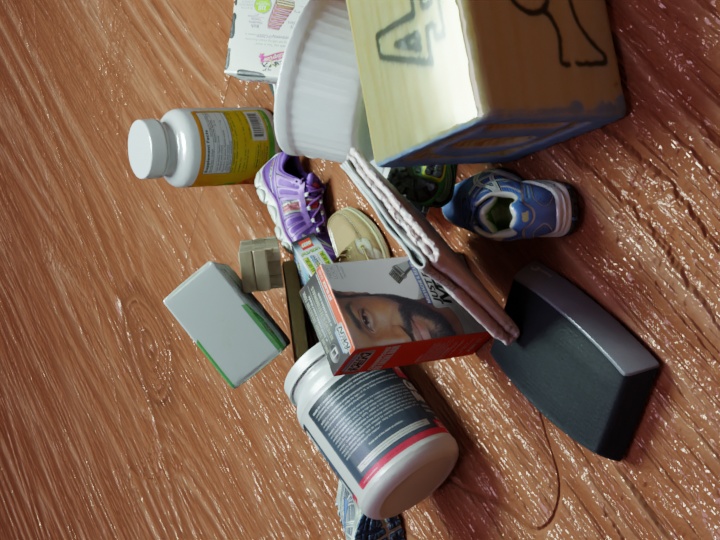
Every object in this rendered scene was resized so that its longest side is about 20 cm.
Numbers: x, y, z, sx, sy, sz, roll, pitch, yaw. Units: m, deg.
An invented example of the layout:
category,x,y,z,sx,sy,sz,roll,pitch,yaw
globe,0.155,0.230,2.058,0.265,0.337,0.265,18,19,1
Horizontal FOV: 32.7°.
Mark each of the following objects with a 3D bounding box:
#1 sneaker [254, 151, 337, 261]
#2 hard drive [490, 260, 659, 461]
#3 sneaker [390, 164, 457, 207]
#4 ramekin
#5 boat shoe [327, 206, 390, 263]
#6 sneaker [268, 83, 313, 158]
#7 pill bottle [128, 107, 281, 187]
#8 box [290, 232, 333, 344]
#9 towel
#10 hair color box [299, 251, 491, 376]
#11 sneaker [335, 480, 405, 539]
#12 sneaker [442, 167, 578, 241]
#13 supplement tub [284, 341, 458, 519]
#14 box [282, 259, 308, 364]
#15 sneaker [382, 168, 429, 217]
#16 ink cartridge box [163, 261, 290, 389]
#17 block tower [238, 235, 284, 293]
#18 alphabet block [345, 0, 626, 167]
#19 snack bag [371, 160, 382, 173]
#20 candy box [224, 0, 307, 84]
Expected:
category,x,y,z,sx,sy,sz,roll,pitch,yaw
sneaker,-0.076,-0.083,1.659,0.083,0.080,0.201,-46,62,28
hard drive,0.213,0.093,1.271,0.200,0.042,0.136,45,131,44
sneaker,0.073,-0.164,1.364,0.078,0.085,0.201,-1,76,21
ramekin,-0.014,-0.217,1.400,0.097,0.200,0.201,18,116,15
boat shoe,0.000,0.000,1.558,0.200,0.066,0.074,60,140,32
sneaker,-0.082,-0.238,1.636,0.070,0.099,0.201,-26,81,10
pill bottle,-0.224,-0.176,1.750,0.111,0.199,0.112,13,106,55
box,-0.039,0.057,1.578,0.110,0.035,0.201,56,165,37
towel,0.072,-0.024,1.293,0.032,0.191,0.200,-42,48,7
hair color box,0.044,0.046,1.377,0.064,0.199,0.111,-52,54,47
sneaker,0.007,0.320,1.610,0.085,0.077,0.201,168,103,-67
sneaker,0.143,-0.071,1.319,0.200,0.077,0.076,4,100,59
supplement tub,0.011,0.185,1.482,0.200,0.140,0.141,51,136,26
box,-0.085,0.088,1.678,0.163,0.021,0.201,143,120,-85
sneaker,0.059,-0.151,1.443,0.079,0.074,0.201,-107,29,-71
ink cartridge box,-0.169,0.069,1.602,0.147,0.083,0.200,51,180,1
block tower,-0.133,-0.009,1.636,0.200,0.054,0.058,-123,27,-82
alphabet block,0.121,-0.224,1.225,0.196,0.194,0.201,-17,80,54
snack bag,0.019,-0.221,1.536,0.200,0.021,0.189,52,135,39
candy box,-0.087,-0.337,1.554,0.136,0.061,0.201,10,91,20
